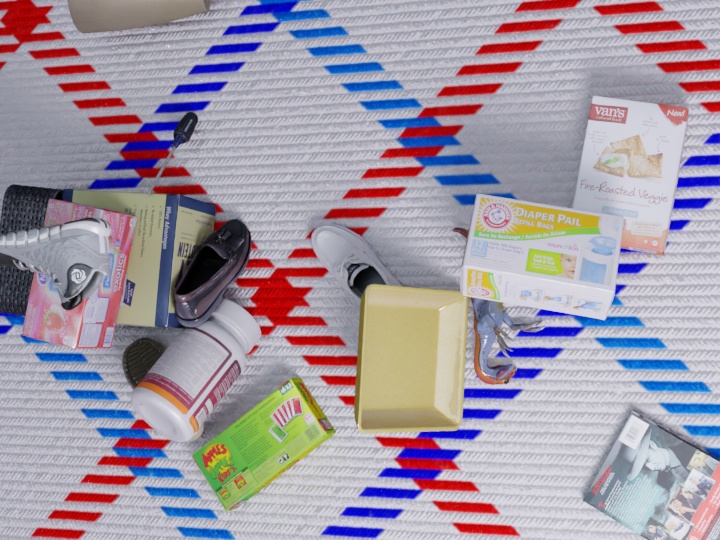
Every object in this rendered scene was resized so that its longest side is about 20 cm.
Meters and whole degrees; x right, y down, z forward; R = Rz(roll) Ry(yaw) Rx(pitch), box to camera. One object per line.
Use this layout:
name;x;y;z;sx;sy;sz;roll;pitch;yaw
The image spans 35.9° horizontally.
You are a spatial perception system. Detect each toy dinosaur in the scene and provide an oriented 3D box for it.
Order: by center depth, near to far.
toy dinosaur;0.191;0.063;1.590;0.200;0.104;0.183;36;109;50

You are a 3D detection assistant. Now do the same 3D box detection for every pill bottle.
pill bottle;-0.238;0.144;1.637;0.109;0.110;0.200;27;59;17

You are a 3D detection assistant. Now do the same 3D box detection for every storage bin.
storage bin;-0.498;-0.027;1.753;0.093;0.135;0.202;7;88;17

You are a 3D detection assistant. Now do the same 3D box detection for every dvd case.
dvd case;0.423;0.303;1.510;0.199;0.022;0.147;29;94;16

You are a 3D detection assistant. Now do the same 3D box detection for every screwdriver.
screwdriver;-0.291;-0.181;1.693;0.028;0.201;0.029;-8;125;24

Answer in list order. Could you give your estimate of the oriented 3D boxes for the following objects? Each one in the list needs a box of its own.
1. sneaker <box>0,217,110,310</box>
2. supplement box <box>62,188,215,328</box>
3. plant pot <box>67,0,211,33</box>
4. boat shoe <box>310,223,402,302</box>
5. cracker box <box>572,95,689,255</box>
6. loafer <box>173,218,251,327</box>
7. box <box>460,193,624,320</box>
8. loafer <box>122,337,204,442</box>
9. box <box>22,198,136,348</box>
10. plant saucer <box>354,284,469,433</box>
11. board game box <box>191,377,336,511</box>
sneaker;-0.431;0.001;1.520;0.198;0.075;0.117;-11;85;16
supplement box;-0.346;-0.016;1.707;0.198;0.134;0.202;4;88;17
plant pot;-0.334;-0.457;1.728;0.198;0.187;0.189;5;87;3
boat shoe;0.000;0.000;1.637;0.200;0.065;0.074;39;98;16
cracker box;0.371;-0.132;1.539;0.133;0.058;0.202;10;88;17
loafer;-0.220;-0.008;1.654;0.071;0.063;0.201;9;52;21
box;0.238;-0.018;1.473;0.198;0.102;0.113;9;68;8
loafer;-0.304;0.192;1.715;0.075;0.068;0.200;-29;61;-12
box;-0.404;0.006;1.600;0.094;0.103;0.202;12;91;18
plant saucer;0.063;0.124;1.563;0.048;0.199;0.202;0;86;50
board game box;-0.146;0.262;1.672;0.200;0.048;0.102;-38;76;11
